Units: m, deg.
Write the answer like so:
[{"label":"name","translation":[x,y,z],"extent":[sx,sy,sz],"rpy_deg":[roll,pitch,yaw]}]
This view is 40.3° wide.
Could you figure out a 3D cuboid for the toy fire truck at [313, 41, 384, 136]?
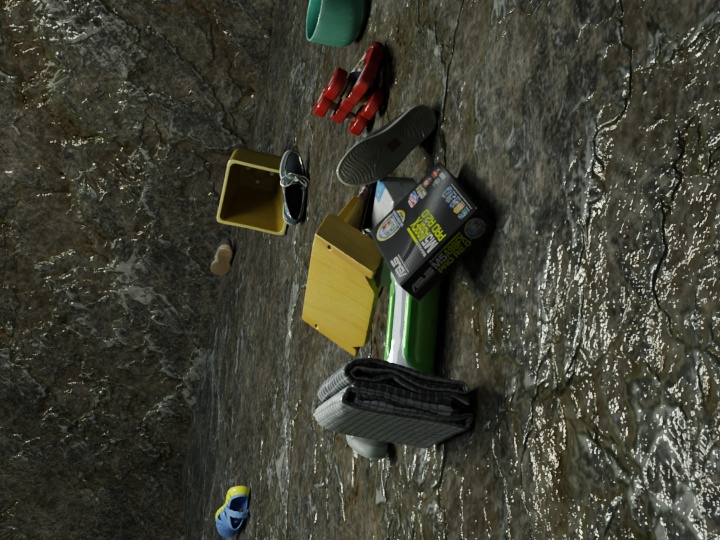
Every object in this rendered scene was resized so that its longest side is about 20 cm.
[{"label":"toy fire truck","translation":[-0.007,-0.393,2.049],"extent":[0.168,0.112,0.200],"rpy_deg":[-69,12,-23]}]

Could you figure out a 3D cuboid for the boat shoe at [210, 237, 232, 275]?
[{"label":"boat shoe","translation":[-0.508,-0.050,3.634],"extent":[0.200,0.072,0.065],"rpy_deg":[117,167,-55]}]

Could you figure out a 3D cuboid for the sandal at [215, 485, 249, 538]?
[{"label":"sandal","translation":[-0.364,0.703,2.789],"extent":[0.087,0.079,0.200],"rpy_deg":[-105,26,-46]}]

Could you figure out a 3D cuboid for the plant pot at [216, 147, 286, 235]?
[{"label":"plant pot","translation":[-0.288,-0.245,2.784],"extent":[0.200,0.195,0.195],"rpy_deg":[-93,18,-61]}]

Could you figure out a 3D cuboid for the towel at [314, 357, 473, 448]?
[{"label":"towel","translation":[0.047,0.189,1.419],"extent":[0.166,0.199,0.086],"rpy_deg":[132,147,-63]}]

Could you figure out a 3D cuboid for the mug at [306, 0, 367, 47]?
[{"label":"mug","translation":[-0.053,-0.602,2.260],"extent":[0.185,0.114,0.152],"rpy_deg":[-98,22,-44]}]

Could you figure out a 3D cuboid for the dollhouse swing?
[{"label":"dollhouse swing","translation":[0.000,0.000,1.718],"extent":[0.182,0.176,0.200],"rpy_deg":[33,135,24]}]

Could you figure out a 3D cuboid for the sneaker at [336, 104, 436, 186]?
[{"label":"sneaker","translation":[0.041,-0.210,1.714],"extent":[0.075,0.200,0.106],"rpy_deg":[56,173,-7]}]

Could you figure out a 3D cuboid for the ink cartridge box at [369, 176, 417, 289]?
[{"label":"ink cartridge box","translation":[0.059,-0.049,1.693],"extent":[0.115,0.068,0.201],"rpy_deg":[-112,28,-60]}]

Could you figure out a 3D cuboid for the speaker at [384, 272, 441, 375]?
[{"label":"speaker","translation":[0.082,0.084,1.544],"extent":[0.088,0.088,0.201],"rpy_deg":[160,117,-72]}]

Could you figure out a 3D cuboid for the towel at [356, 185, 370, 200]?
[{"label":"towel","translation":[-0.007,-0.104,1.929],"extent":[0.200,0.023,0.144],"rpy_deg":[-70,-5,-69]}]

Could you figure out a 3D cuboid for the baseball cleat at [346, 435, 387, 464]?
[{"label":"baseball cleat","translation":[0.008,0.257,1.743],"extent":[0.200,0.069,0.107],"rpy_deg":[-130,49,-67]}]

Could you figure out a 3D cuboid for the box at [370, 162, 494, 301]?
[{"label":"box","translation":[0.103,-0.063,1.480],"extent":[0.160,0.044,0.200],"rpy_deg":[-44,27,11]}]

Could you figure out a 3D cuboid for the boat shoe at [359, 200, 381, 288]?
[{"label":"boat shoe","translation":[0.020,-0.049,1.857],"extent":[0.076,0.060,0.201],"rpy_deg":[-163,81,-73]}]

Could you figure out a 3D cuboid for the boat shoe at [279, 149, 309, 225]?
[{"label":"boat shoe","translation":[-0.175,-0.221,2.569],"extent":[0.062,0.075,0.201],"rpy_deg":[160,115,-73]}]
